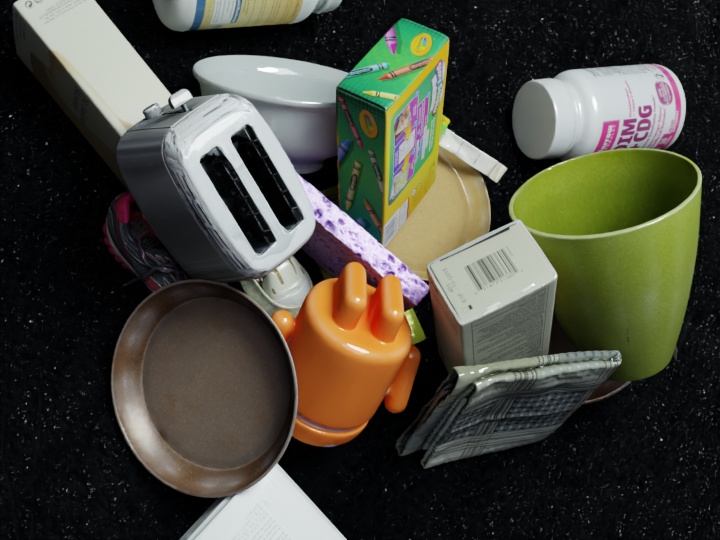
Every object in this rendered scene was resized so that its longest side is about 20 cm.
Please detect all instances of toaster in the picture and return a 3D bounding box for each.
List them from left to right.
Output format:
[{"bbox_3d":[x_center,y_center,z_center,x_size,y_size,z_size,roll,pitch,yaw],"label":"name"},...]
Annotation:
[{"bbox_3d":[-0.125,-0.066,0.777,0.113,0.128,0.202,-39,110,-27],"label":"toaster"}]

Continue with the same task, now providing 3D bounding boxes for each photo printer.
[{"bbox_3d":[-0.080,0.303,0.810,0.200,0.069,0.166,47,64,-4],"label":"photo printer"}]

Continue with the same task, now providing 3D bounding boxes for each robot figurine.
[{"bbox_3d":[-0.021,0.091,0.839,0.143,0.202,0.117,-9,47,-44],"label":"robot figurine"}]

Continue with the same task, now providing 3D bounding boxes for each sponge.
[{"bbox_3d":[-0.024,-0.026,0.885,0.199,0.112,0.030,41,72,-4],"label":"sponge"}]

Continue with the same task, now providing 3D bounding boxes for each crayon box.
[{"bbox_3d":[0.031,-0.132,0.862,0.058,0.201,0.119,26,57,19],"label":"crayon box"}]

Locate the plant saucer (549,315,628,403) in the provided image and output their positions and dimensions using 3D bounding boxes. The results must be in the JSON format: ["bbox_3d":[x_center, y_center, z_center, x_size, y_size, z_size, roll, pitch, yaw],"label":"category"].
[{"bbox_3d":[0.245,0.051,0.986,0.196,0.034,0.204,0,96,-3],"label":"plant saucer"}]

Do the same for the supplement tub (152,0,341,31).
[{"bbox_3d":[-0.125,-0.342,0.937,0.197,0.145,0.147,-11,79,-24],"label":"supplement tub"}]

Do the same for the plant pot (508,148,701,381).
[{"bbox_3d":[0.263,0.007,0.884,0.186,0.186,0.203,-31,120,-26],"label":"plant pot"}]

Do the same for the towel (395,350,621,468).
[{"bbox_3d":[0.149,0.146,0.883,0.197,0.193,0.035,-4,58,-21],"label":"towel"}]

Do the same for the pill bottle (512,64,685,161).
[{"bbox_3d":[0.298,-0.197,1.080,0.197,0.113,0.115,-10,78,-23],"label":"pill bottle"}]

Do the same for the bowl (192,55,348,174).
[{"bbox_3d":[-0.081,-0.161,0.907,0.198,0.201,0.092,0,116,-21],"label":"bowl"}]

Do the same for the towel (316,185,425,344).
[{"bbox_3d":[0.000,0.000,0.958,0.085,0.018,0.202,-22,84,-24],"label":"towel"}]

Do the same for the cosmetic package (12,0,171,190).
[{"bbox_3d":[-0.258,-0.181,0.862,0.071,0.105,0.201,-40,90,-25],"label":"cosmetic package"}]

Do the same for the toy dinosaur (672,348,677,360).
[{"bbox_3d":[0.316,0.030,1.052,0.101,0.077,0.202,-32,98,2],"label":"toy dinosaur"}]

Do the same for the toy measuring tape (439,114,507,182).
[{"bbox_3d":[0.088,-0.154,0.972,0.198,0.073,0.074,32,66,-14],"label":"toy measuring tape"}]

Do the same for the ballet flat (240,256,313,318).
[{"bbox_3d":[-0.103,-0.012,0.896,0.067,0.062,0.201,-40,92,-26],"label":"ballet flat"}]

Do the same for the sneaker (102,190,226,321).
[{"bbox_3d":[-0.182,0.009,0.852,0.200,0.075,0.081,47,64,-4],"label":"sneaker"}]

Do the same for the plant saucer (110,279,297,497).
[{"bbox_3d":[-0.144,0.109,0.807,0.197,0.034,0.204,1,93,19],"label":"plant saucer"}]

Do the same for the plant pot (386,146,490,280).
[{"bbox_3d":[0.062,-0.082,0.992,0.197,0.027,0.203,10,68,-24],"label":"plant pot"}]

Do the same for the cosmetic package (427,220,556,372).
[{"bbox_3d":[0.130,0.048,0.852,0.104,0.201,0.072,-25,60,-7],"label":"cosmetic package"}]
